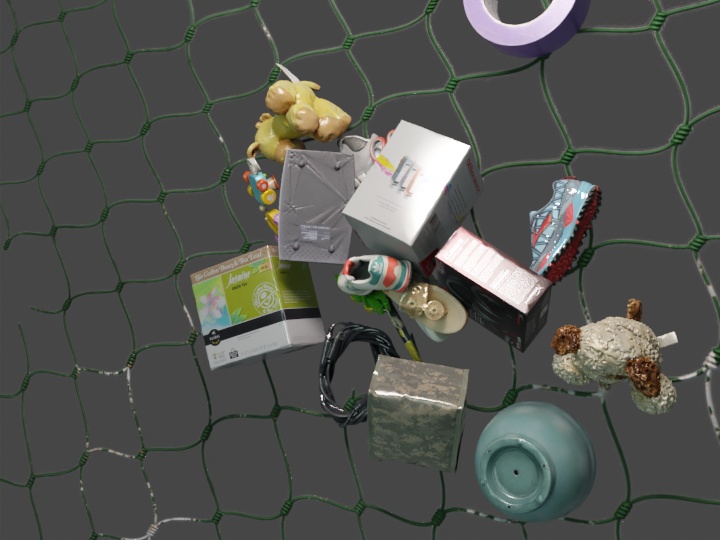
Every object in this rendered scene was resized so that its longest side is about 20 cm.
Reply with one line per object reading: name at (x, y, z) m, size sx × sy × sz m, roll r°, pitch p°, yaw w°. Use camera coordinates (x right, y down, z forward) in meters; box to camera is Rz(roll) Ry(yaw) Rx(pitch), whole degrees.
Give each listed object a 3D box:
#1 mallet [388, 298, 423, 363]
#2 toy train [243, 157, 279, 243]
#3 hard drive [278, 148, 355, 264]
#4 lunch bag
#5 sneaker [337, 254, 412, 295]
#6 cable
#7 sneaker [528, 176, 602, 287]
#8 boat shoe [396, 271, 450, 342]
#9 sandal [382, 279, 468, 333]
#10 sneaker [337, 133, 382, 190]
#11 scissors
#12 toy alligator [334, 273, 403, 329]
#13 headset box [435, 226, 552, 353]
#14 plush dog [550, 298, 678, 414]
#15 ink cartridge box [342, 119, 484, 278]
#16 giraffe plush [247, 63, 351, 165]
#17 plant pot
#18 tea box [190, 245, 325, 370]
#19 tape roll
mallet at (0.083, 0.143, 1.470) m, size 0.066 × 0.041 × 0.200 m, roll -44°, pitch 65°, yaw 23°
toy train at (-0.152, -0.128, 1.551) m, size 0.200 × 0.056 × 0.150 m, roll 59°, pitch 158°, yaw 3°
hard drive at (-0.079, -0.114, 1.449) m, size 0.134 × 0.042 × 0.201 m, roll 4°, pitch 90°, yaw -1°
lunch bag at (0.097, 0.260, 1.387) m, size 0.164 × 0.118 × 0.200 m, roll 8°, pitch 126°, yaw 9°
sneaker at (0.000, 0.000, 1.376) m, size 0.200 × 0.093 × 0.071 m, roll -2°, pitch 73°, yaw 58°
cable at (-0.005, 0.201, 1.512) m, size 0.163 × 0.051 × 0.201 m, roll 13°, pitch 93°, yaw 23°
sneaker at (0.319, -0.060, 1.334) m, size 0.095 × 0.079 × 0.200 m, roll 33°, pitch 97°, yaw 38°
boat shoe at (0.099, 0.041, 1.450) m, size 0.071 × 0.070 × 0.201 m, roll -34°, pitch 74°, yaw 43°
sandal at (0.081, 0.048, 1.372) m, size 0.212 × 0.070 × 0.078 m, roll 36°, pitch 117°, yaw 35°
sneaker at (-0.032, -0.186, 1.521) m, size 0.200 × 0.075 × 0.116 m, roll -33°, pitch 69°, yaw 13°
scissors at (0.035, -0.153, 1.426) m, size 0.073 × 0.014 × 0.201 m, roll -2°, pitch 75°, yaw 41°
toy alligator at (0.029, 0.044, 1.475) m, size 0.054 × 0.059 × 0.200 m, roll -37°, pitch 45°, yaw -20°
headset box at (0.210, 0.028, 1.330) m, size 0.200 × 0.149 × 0.077 m, roll 33°, pitch 70°, yaw 23°
plush dog at (0.390, 0.123, 1.225) m, size 0.200 × 0.172 × 0.161 m, roll 20°, pitch 98°, yaw 28°
ink cartridge box at (0.095, -0.123, 1.369) m, size 0.144 × 0.145 × 0.200 m, roll 28°, pitch 78°, yaw 27°
giraffe plush at (-0.140, -0.271, 1.530) m, size 0.162 × 0.172 × 0.200 m, roll -55°, pitch 53°, yaw 25°
plant pot at (0.269, 0.321, 1.309) m, size 0.200 × 0.134 × 0.201 m, roll -1°, pitch 89°, yaw 29°
tea box at (-0.199, 0.073, 1.563) m, size 0.200 × 0.134 × 0.197 m, roll -20°, pitch 79°, yaw 27°
tape roll at (0.279, -0.466, 1.346) m, size 0.199 × 0.085 × 0.201 m, roll 0°, pitch 90°, yaw 28°
